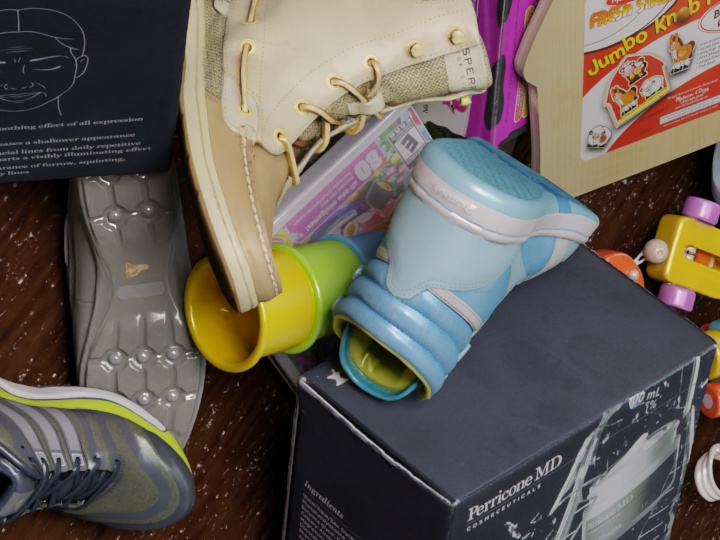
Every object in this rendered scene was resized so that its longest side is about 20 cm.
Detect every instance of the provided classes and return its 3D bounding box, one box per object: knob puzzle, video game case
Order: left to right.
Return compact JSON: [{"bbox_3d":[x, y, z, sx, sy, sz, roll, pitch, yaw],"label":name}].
[{"bbox_3d":[0.017,0.021,1.333,0.143,0.018,0.200,-44,125,-14],"label":"video game case"},{"bbox_3d":[0.164,-0.146,1.302,0.219,0.030,0.220,-19,132,-22],"label":"knob puzzle"}]

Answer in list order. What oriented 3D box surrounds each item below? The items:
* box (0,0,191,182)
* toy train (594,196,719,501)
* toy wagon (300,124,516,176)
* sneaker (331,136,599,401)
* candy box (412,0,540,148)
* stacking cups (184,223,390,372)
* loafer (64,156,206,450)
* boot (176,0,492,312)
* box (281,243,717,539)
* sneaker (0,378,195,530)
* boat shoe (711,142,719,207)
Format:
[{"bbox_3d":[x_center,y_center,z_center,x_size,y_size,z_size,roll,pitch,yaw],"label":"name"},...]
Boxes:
[{"bbox_3d":[-0.157,-0.128,1.088,0.148,0.200,0.107,-4,67,-10],"label":"box"},{"bbox_3d":[0.185,0.041,1.484,0.150,0.056,0.200,-50,119,-17],"label":"toy train"},{"bbox_3d":[0.041,-0.094,1.379,0.200,0.040,0.155,-27,106,-35],"label":"toy wagon"},{"bbox_3d":[0.046,0.003,1.220,0.131,0.079,0.200,-59,161,10],"label":"sneaker"},{"bbox_3d":[0.113,-0.167,1.332,0.200,0.061,0.137,-31,135,-43],"label":"candy box"},{"bbox_3d":[0.000,0.000,1.257,0.200,0.060,0.061,-18,101,-44],"label":"stacking cups"},{"bbox_3d":[-0.116,0.006,1.240,0.070,0.070,0.200,-3,110,-8],"label":"loafer"},{"bbox_3d":[-0.011,-0.077,1.171,0.155,0.073,0.200,-7,55,-4],"label":"boot"},{"bbox_3d":[0.068,0.118,1.293,0.200,0.124,0.197,-28,140,-34],"label":"box"},{"bbox_3d":[-0.166,0.096,1.181,0.200,0.081,0.074,19,117,-31],"label":"sneaker"},{"bbox_3d":[0.266,-0.094,1.542,0.091,0.071,0.200,67,36,-50],"label":"boat shoe"}]
